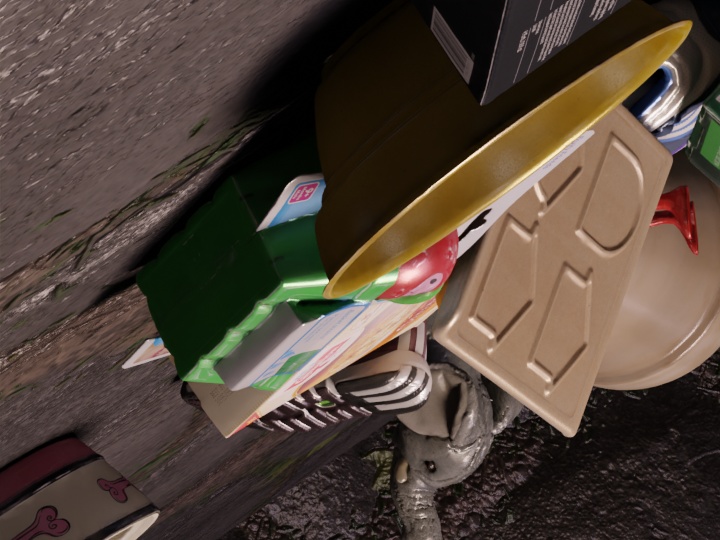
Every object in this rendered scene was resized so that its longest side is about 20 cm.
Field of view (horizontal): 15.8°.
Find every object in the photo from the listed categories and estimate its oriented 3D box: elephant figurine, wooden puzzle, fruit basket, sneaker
[{"bbox_3d":[0.061,0.097,1.995,0.141,0.200,0.155,-33,173,-24],"label":"elephant figurine"},{"bbox_3d":[0.105,-0.020,1.502,0.200,0.046,0.186,39,69,-56],"label":"wooden puzzle"},{"bbox_3d":[0.000,-0.006,1.291,0.199,0.094,0.185,-5,155,-38],"label":"fruit basket"},{"bbox_3d":[0.170,-0.114,1.632,0.146,0.081,0.200,-24,169,-38],"label":"sneaker"},{"bbox_3d":[-0.028,0.040,1.724,0.199,0.116,0.076,-7,153,36],"label":"sneaker"}]

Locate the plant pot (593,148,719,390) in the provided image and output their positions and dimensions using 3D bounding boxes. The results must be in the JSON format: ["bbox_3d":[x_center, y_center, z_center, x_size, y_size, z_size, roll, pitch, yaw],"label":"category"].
[{"bbox_3d":[0.152,-0.023,1.801,0.200,0.201,0.173,-38,156,21],"label":"plant pot"}]

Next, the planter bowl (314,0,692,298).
[{"bbox_3d":[0.041,-0.079,1.134,0.200,0.084,0.200,-36,173,-5],"label":"planter bowl"}]

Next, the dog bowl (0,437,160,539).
[{"bbox_3d":[-0.229,0.183,1.653,0.200,0.074,0.200,-35,174,-4],"label":"dog bowl"}]

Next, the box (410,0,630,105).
[{"bbox_3d":[0.083,-0.146,0.900,0.141,0.079,0.200,-32,173,-5],"label":"box"}]

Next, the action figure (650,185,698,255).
[{"bbox_3d":[0.112,-0.014,1.641,0.199,0.052,0.065,-6,170,12],"label":"action figure"}]

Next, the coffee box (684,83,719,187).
[{"bbox_3d":[0.277,-0.142,1.541,0.200,0.044,0.123,-47,171,-7],"label":"coffee box"}]

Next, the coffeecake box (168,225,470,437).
[{"bbox_3d":[0.000,0.000,1.533,0.200,0.073,0.153,-28,169,-48],"label":"coffeecake box"}]
